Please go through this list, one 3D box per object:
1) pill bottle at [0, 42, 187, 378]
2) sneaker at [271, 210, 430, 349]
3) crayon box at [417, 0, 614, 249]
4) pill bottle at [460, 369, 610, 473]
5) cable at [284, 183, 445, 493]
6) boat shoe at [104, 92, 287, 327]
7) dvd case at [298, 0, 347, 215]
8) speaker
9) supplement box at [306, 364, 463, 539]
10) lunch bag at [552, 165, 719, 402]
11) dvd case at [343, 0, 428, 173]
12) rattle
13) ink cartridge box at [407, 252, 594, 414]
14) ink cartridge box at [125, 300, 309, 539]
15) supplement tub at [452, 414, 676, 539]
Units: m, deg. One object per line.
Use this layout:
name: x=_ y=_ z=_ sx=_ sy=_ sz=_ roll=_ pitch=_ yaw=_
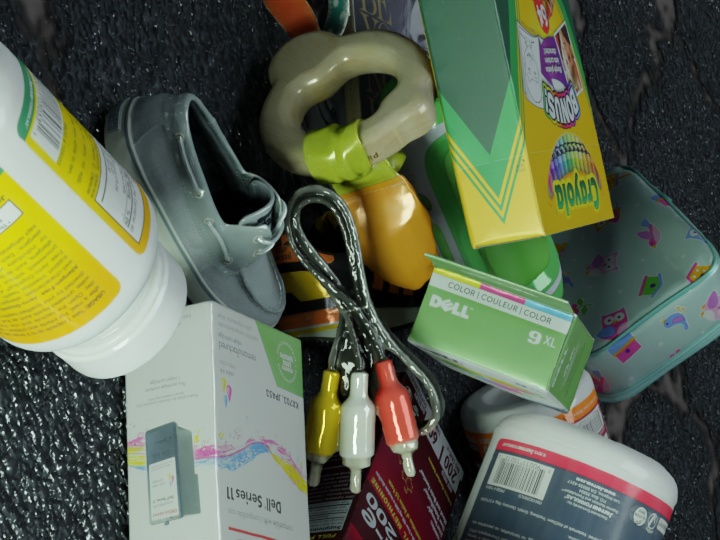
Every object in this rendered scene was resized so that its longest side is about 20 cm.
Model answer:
pill bottle: x=-0.177 y=-0.027 z=1.216 sx=0.200 sy=0.112 sz=0.113 roll=48 pitch=39 yaw=-46
sneaker: x=0.000 y=0.000 z=1.608 sx=0.200 sy=0.070 sz=0.091 roll=-15 pitch=95 yaw=-61
crayon box: x=0.112 y=-0.110 z=1.591 sx=0.200 sy=0.058 sz=0.174 roll=-14 pitch=91 yaw=-69
pill bottle: x=0.156 y=0.184 z=1.809 sx=0.110 sy=0.109 sz=0.201 roll=-41 pitch=116 yaw=-61
cable: x=0.002 y=0.042 z=1.496 sx=0.050 sy=0.096 sz=0.202 roll=-89 pitch=173 yaw=-77
boat shoe: x=-0.086 y=-0.033 z=1.447 sx=0.201 sy=0.071 sz=0.070 roll=57 pitch=33 yaw=-39
dvd case: x=-0.002 y=-0.111 z=1.716 sx=0.149 sy=0.016 sz=0.201 roll=58 pitch=33 yaw=-38
speaker: x=0.082 y=-0.054 z=1.682 sx=0.201 sy=0.088 sz=0.089 roll=65 pitch=29 yaw=-28
supplement box: x=0.005 y=0.171 z=1.565 sx=0.109 sy=0.060 sz=0.201 roll=63 pitch=31 yaw=-30
lunch bag: x=0.205 y=0.011 z=1.881 sx=0.077 sy=0.160 sz=0.200 roll=52 pitch=0 yaw=-36
dvd case: x=0.027 y=-0.137 z=1.730 sx=0.148 sy=0.016 sz=0.202 roll=19 pitch=62 yaw=-61
rattle: x=-0.001 y=-0.106 z=1.588 sx=0.143 sy=0.130 sz=0.200 roll=40 pitch=8 yaw=-36
ink cartridge box: x=0.096 y=0.045 z=1.575 sx=0.200 sy=0.103 sz=0.060 roll=41 pitch=70 yaw=-76
ink cartridge box: x=-0.084 y=0.132 z=1.389 sx=0.117 sy=0.067 sz=0.202 roll=26 pitch=56 yaw=-59
supplement tub: x=0.130 y=0.216 z=1.631 sx=0.140 sy=0.140 sz=0.201 roll=36 pitch=73 yaw=-54
